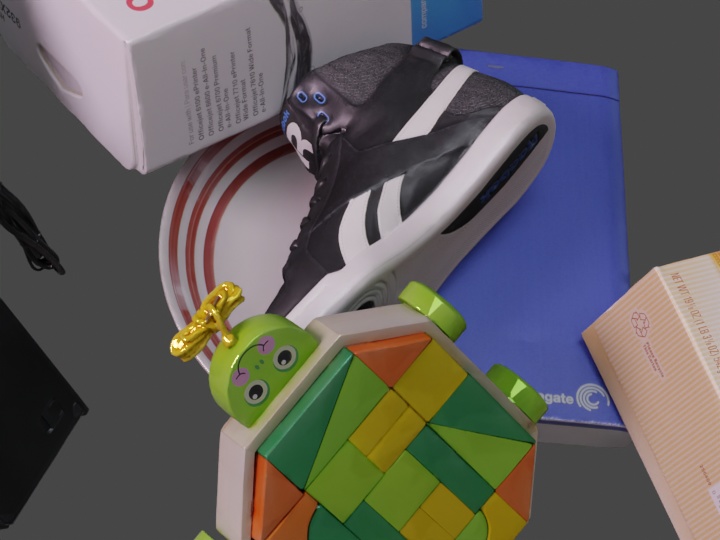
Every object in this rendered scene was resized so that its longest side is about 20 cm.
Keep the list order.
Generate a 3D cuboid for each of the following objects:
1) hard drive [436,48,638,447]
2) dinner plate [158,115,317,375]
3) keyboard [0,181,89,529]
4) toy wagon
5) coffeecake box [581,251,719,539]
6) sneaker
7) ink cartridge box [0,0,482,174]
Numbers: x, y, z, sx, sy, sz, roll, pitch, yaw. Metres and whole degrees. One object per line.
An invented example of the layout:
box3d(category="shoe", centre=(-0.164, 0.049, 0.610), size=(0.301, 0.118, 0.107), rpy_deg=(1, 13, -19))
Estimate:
box3d(category="hard drive", centre=(0.064, -0.015, 1.171), size=(0.132, 0.025, 0.200), rpy_deg=(6, 62, -10))
box3d(category="dinner plate", centre=(0.000, 0.000, 1.176), size=(0.200, 0.024, 0.200), rpy_deg=(5, 63, -11))
box3d(category="keyboard", centre=(-0.180, 0.009, 1.053), size=(0.021, 0.200, 0.127), rpy_deg=(6, 52, 38))
box3d(category="toy wagon", centre=(-0.006, 0.079, 1.049), size=(0.155, 0.200, 0.040), rpy_deg=(-50, 38, -7))
box3d(category="coffeecake box", centre=(0.228, 0.061, 1.141), size=(0.200, 0.073, 0.154), rpy_deg=(-13, 70, -33))
box3d(category="sneaker", centre=(-0.012, -0.027, 1.118), size=(0.112, 0.073, 0.200), rpy_deg=(33, 63, 25))
box3d(category="ink cartridge box", centre=(-0.062, -0.149, 1.178), size=(0.200, 0.084, 0.145), rpy_deg=(-26, 48, -23))
